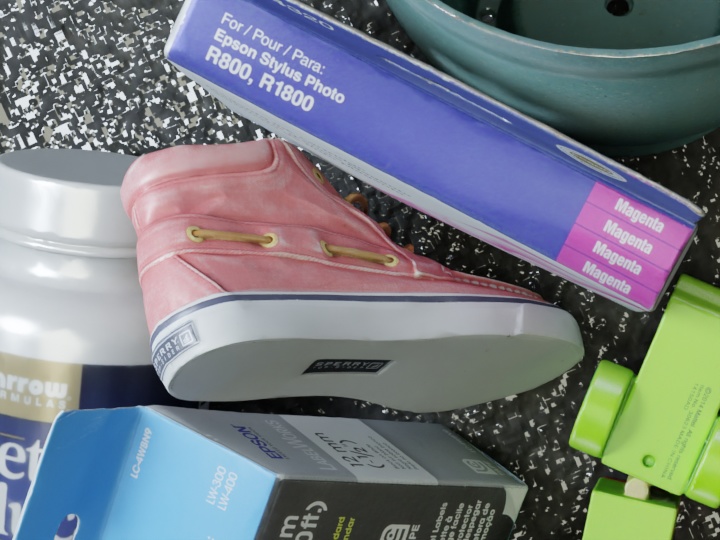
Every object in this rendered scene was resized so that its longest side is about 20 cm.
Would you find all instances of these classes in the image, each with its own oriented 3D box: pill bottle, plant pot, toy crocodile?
[{"bbox_3d":[-0.118,0.055,0.900,0.111,0.111,0.200,8,102,10],"label":"pill bottle"},{"bbox_3d":[0.094,-0.124,0.790,0.200,0.134,0.200,-2,62,5],"label":"plant pot"},{"bbox_3d":[0.112,0.099,0.891,0.067,0.062,0.200,18,99,9],"label":"toy crocodile"}]

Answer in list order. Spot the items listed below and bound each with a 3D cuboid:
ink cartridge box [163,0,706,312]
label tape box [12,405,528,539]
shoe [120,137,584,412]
[{"bbox_3d":[0.027,-0.043,0.805,0.196,0.200,0.043,28,92,7],"label":"ink cartridge box"},{"bbox_3d":[-0.044,0.132,0.859,0.066,0.200,0.143,34,110,44],"label":"label tape box"},{"bbox_3d":[0.000,0.000,0.854,0.071,0.200,0.091,-41,56,43],"label":"shoe"}]
